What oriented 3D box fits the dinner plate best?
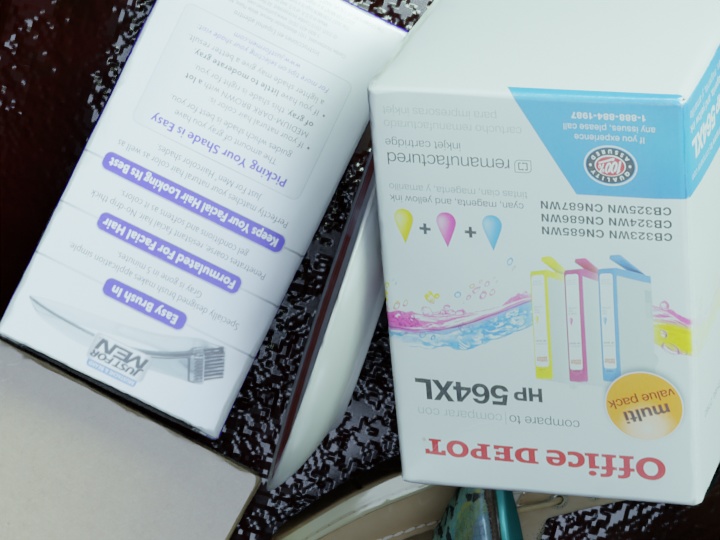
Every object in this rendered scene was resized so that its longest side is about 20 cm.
[{"bbox_3d":[0.000,0.000,1.214,0.024,0.200,0.201,17,89,-1],"label":"dinner plate"}]

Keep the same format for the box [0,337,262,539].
[{"bbox_3d":[-0.161,0.143,1.288,0.163,0.021,0.201,28,87,-5],"label":"box"}]

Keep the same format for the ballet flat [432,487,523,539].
[{"bbox_3d":[0.052,0.170,1.256,0.074,0.074,0.201,-20,121,-5],"label":"ballet flat"}]

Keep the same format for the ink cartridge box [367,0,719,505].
[{"bbox_3d":[0.087,-0.003,1.155,0.128,0.125,0.201,3,117,18],"label":"ink cartridge box"}]

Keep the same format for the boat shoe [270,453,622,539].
[{"bbox_3d":[0.059,0.104,1.286,0.199,0.071,0.065,-20,92,-7],"label":"boat shoe"}]

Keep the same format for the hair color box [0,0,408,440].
[{"bbox_3d":[-0.071,-0.038,1.277,0.109,0.065,0.201,26,86,-6],"label":"hair color box"}]

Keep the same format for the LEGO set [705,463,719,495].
[{"bbox_3d":[0.187,0.139,1.286,0.153,0.116,0.201,-1,113,-43],"label":"LEGO set"}]
